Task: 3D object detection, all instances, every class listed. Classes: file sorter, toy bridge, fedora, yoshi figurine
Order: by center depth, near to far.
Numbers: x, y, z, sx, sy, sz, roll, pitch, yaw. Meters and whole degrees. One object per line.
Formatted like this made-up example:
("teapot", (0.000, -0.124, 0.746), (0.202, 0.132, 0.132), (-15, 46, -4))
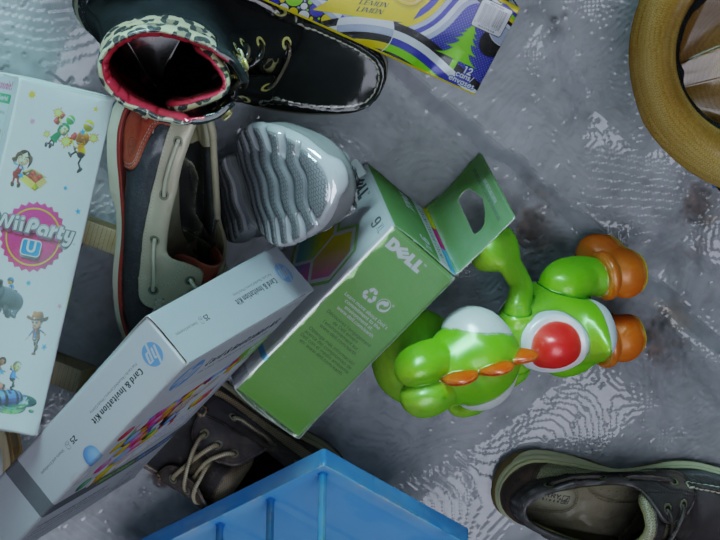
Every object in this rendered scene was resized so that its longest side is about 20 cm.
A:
("fedora", (0.266, -0.137, 1.578), (0.199, 0.082, 0.202), (0, 89, 6))
("toy bridge", (-0.203, 0.060, 1.617), (0.067, 0.027, 0.201), (19, 100, 16))
("file sorter", (-0.047, 0.227, 1.623), (0.199, 0.123, 0.138), (-29, 136, 34))
("yoshi figurine", (0.086, 0.040, 1.623), (0.199, 0.113, 0.112), (-19, 160, -36))

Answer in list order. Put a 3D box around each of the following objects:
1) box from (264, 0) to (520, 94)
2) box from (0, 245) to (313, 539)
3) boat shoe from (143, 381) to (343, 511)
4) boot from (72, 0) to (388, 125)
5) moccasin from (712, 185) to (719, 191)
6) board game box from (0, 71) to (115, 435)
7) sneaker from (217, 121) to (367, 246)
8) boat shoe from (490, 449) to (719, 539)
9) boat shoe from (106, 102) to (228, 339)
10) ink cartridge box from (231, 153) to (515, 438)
("box", (-0.007, -0.182, 1.536), (0.199, 0.070, 0.065), (23, 107, -18))
("box", (-0.132, 0.079, 1.511), (0.041, 0.156, 0.200), (47, 120, 7))
("boat shoe", (-0.091, 0.119, 1.653), (0.199, 0.073, 0.075), (22, 108, -18))
("boot", (-0.072, -0.120, 1.505), (0.202, 0.154, 0.074), (17, 108, -15))
("moccasin", (0.328, -0.078, 1.637), (0.199, 0.068, 0.081), (-23, 115, 1))
("board game box", (-0.217, -0.016, 1.498), (0.064, 0.147, 0.201), (11, 93, -25))
("sneaker", (-0.033, -0.059, 1.530), (0.081, 0.200, 0.075), (-14, 95, -16))
("boat shoe", (0.189, 0.170, 1.726), (0.198, 0.065, 0.074), (5, 111, -12))
("boat shoe", (-0.114, -0.016, 1.582), (0.062, 0.071, 0.201), (13, 120, 32))
("ink cartridge box", (0.000, 0.000, 1.599), (0.059, 0.104, 0.200), (39, 103, -23))
